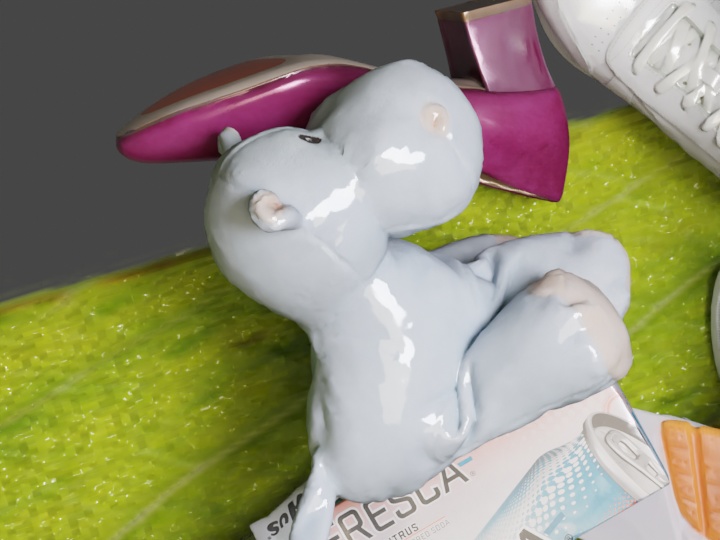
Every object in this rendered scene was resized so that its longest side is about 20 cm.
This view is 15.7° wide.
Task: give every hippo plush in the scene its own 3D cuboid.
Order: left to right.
[{"bbox_3d":[0.000,0.000,1.088,0.199,0.159,0.161,-33,107,-2],"label":"hippo plush"}]

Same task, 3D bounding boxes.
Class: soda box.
[{"bbox_3d":[0.032,0.110,1.144,0.199,0.064,0.069,-31,94,4],"label":"soda box"}]

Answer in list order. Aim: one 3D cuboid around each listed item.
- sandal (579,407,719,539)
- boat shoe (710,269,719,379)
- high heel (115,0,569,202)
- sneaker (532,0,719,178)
[{"bbox_3d":[0.133,0.098,1.201,0.206,0.059,0.080,24,92,4],"label":"sandal"},{"bbox_3d":[0.224,0.080,1.217,0.075,0.060,0.201,-30,106,-8],"label":"boat shoe"},{"bbox_3d":[-0.003,-0.051,1.129,0.199,0.067,0.097,-16,103,-11],"label":"high heel"},{"bbox_3d":[0.161,-0.086,1.151,0.200,0.100,0.075,38,91,-17],"label":"sneaker"}]
